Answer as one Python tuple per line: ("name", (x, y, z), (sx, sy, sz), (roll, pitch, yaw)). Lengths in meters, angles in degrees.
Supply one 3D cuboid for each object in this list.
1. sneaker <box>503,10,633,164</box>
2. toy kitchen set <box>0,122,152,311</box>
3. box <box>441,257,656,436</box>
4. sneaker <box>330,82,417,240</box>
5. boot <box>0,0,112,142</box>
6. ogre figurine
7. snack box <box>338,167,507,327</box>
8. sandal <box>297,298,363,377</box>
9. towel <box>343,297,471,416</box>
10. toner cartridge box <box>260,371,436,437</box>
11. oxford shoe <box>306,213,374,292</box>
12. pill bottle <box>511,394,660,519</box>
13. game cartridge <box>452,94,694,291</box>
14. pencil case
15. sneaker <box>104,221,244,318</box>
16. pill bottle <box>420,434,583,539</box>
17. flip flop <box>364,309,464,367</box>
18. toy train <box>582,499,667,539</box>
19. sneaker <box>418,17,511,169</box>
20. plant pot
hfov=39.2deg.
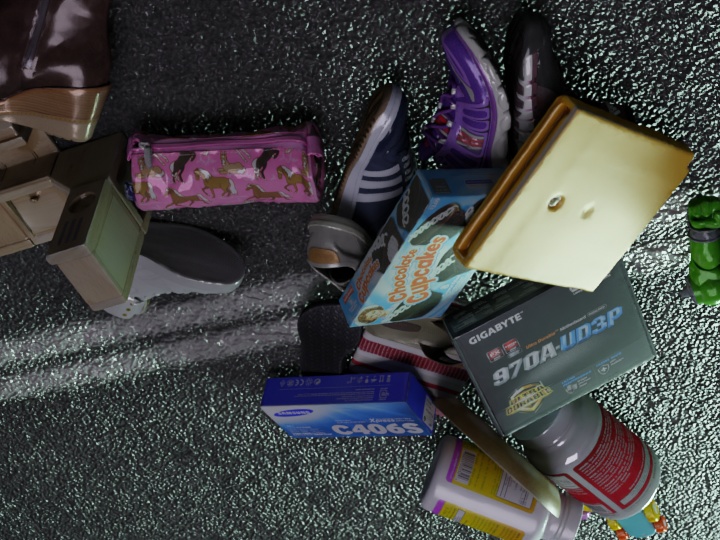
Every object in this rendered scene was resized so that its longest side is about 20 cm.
("sneaker", (0.193, -0.159, 0.925), (0.115, 0.076, 0.200), (-7, 143, 3))
("toy kitchen set", (-0.338, -0.063, 0.993), (0.199, 0.181, 0.163), (-15, 131, 15))
("box", (0.209, 0.074, 1.107), (0.199, 0.046, 0.159), (-27, 122, 1))
("sneaker", (0.041, -0.095, 0.995), (0.108, 0.070, 0.200), (18, 142, -5))
("boot", (-0.321, -0.218, 0.919), (0.199, 0.072, 0.167), (13, 114, -1))
("ogre figurine", (0.415, 0.000, 1.035), (0.199, 0.098, 0.120), (7, 125, -17))
("snack box", (0.068, -0.020, 0.974), (0.116, 0.037, 0.200), (-5, 145, -30))
("sandal", (-0.038, 0.077, 1.206), (0.075, 0.045, 0.200), (21, 150, 2))
("towel", (0.071, 0.095, 1.223), (0.143, 0.023, 0.200), (17, 133, -8))
("toner cartridge box", (-0.015, 0.170, 1.261), (0.199, 0.043, 0.095), (-6, 144, 25))
("oxford shoe", (0.000, 0.000, 1.054), (0.075, 0.058, 0.200), (4, 164, 28))
("pill bottle", (0.276, 0.220, 1.262), (0.112, 0.113, 0.200), (-31, 125, 32))
("game cartridge", (0.203, -0.064, 0.941), (0.200, 0.032, 0.177), (9, 124, -43))
("pencil case", (-0.131, -0.103, 1.001), (0.199, 0.087, 0.083), (-2, 104, 8))
("sneaker", (-0.226, 0.007, 1.136), (0.199, 0.074, 0.116), (15, 138, 5))
("pill bottle", (0.187, 0.298, 1.332), (0.199, 0.104, 0.104), (21, 135, 3))
("flip flop", (0.100, 0.078, 1.147), (0.199, 0.058, 0.081), (12, 134, -5))
("toy train", (0.325, 0.337, 1.421), (0.199, 0.056, 0.150), (17, 136, -6))
("sneaker", (0.092, -0.135, 0.931), (0.083, 0.081, 0.200), (-14, 135, -3))
("plant pot", (0.167, 0.216, 1.208), (0.028, 0.200, 0.200), (-48, 121, -2))
